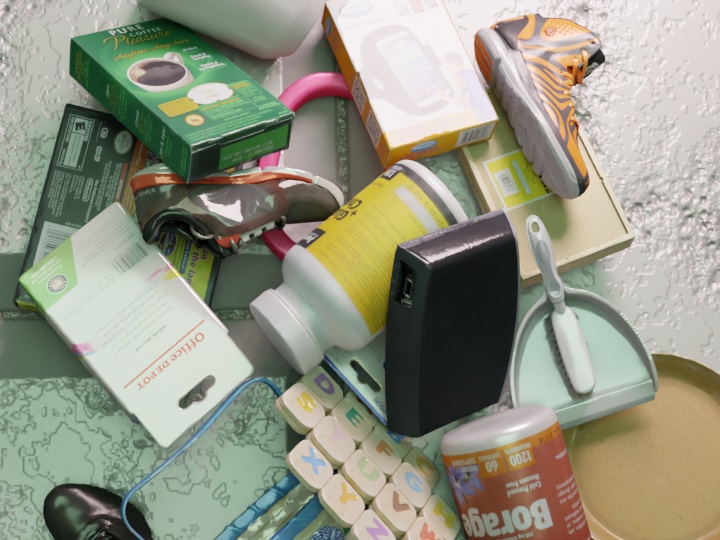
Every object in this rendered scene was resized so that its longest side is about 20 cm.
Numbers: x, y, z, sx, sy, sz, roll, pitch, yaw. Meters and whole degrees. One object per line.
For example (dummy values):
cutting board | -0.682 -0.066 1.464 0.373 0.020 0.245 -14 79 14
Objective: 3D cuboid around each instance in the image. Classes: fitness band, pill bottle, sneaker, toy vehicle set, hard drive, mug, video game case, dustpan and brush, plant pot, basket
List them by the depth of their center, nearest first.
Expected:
basket | -0.087 0.219 1.163 0.176 0.139 0.200 -43 96 -13
sneaker | -0.202 0.262 1.165 0.200 0.091 0.076 42 80 4
hard drive | 0.086 0.053 1.192 0.134 0.202 0.042 -19 37 -30
pill bottle | 0.150 0.233 1.199 0.111 0.112 0.202 -17 91 -11
pill bottle | 0.000 0.000 1.200 0.199 0.112 0.112 -39 85 -12
sneaker | -0.111 -0.046 1.205 0.197 0.077 0.083 1 70 -15
dustpan and brush | 0.189 0.046 1.237 0.138 0.057 0.202 -18 88 4
plant pot | 0.281 0.178 1.251 0.197 0.028 0.202 -4 66 9
video game case | -0.217 -0.043 1.260 0.178 0.026 0.203 13 76 -4
mug | -0.104 -0.297 1.267 0.152 0.149 0.188 29 80 -17
sneaker | 0.198 -0.171 1.278 0.111 0.078 0.202 -21 71 -10
fitness band | -0.030 -0.096 1.290 0.142 0.037 0.203 10 76 -5
toy vehicle set | 0.172 -0.094 1.302 0.123 0.027 0.202 -19 71 -11

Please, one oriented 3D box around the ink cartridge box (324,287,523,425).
ink cartridge box | 0.058 0.048 1.269 0.095 0.037 0.200 46 72 3

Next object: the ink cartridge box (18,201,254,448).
ink cartridge box | -0.199 0.054 1.193 0.117 0.067 0.200 -39 84 -15

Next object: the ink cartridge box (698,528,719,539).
ink cartridge box | 0.303 0.352 1.177 0.199 0.145 0.088 -38 125 -11

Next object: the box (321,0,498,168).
box | 0.043 -0.207 1.299 0.118 0.042 0.202 -17 70 -17

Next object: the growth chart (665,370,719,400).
growth chart | 0.392 0.156 1.303 0.197 0.018 0.147 -12 81 -9

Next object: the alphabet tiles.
alphabet tiles | 0.009 0.173 1.172 0.200 0.195 0.015 47 113 3

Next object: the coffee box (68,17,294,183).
coffee box | -0.167 -0.163 1.217 0.122 0.044 0.200 -23 50 -37
